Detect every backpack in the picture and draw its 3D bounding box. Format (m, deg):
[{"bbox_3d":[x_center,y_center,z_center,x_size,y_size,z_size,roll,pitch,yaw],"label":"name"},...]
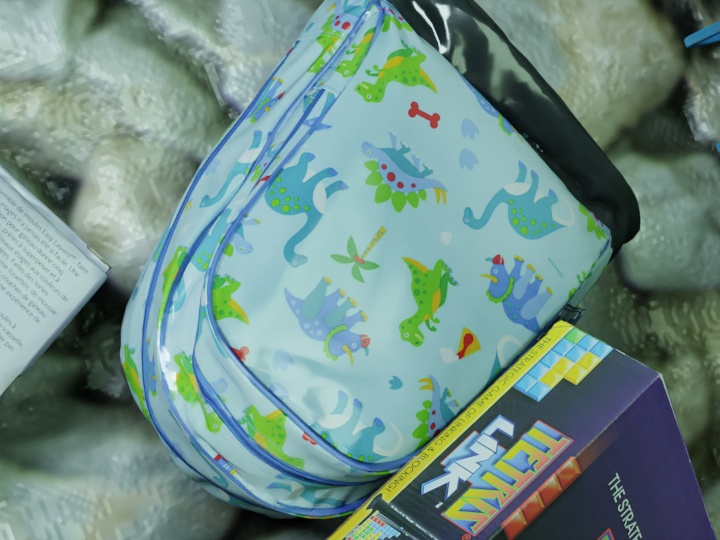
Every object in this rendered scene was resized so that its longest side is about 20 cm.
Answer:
[{"bbox_3d":[0.000,0.000,0.937,0.200,0.154,0.163,-44,105,-6],"label":"backpack"}]

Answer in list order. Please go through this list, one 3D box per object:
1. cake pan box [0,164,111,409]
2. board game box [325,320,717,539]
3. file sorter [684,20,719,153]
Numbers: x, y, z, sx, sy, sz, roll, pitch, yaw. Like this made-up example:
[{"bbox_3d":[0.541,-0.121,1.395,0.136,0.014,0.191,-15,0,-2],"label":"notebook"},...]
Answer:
[{"bbox_3d":[-0.215,0.008,0.892,0.200,0.052,0.185,42,73,-10],"label":"cake pan box"},{"bbox_3d":[0.062,0.147,0.918,0.165,0.057,0.201,-41,133,-19],"label":"board game box"},{"bbox_3d":[0.221,-0.074,1.027,0.138,0.123,0.202,-17,88,-21],"label":"file sorter"}]
